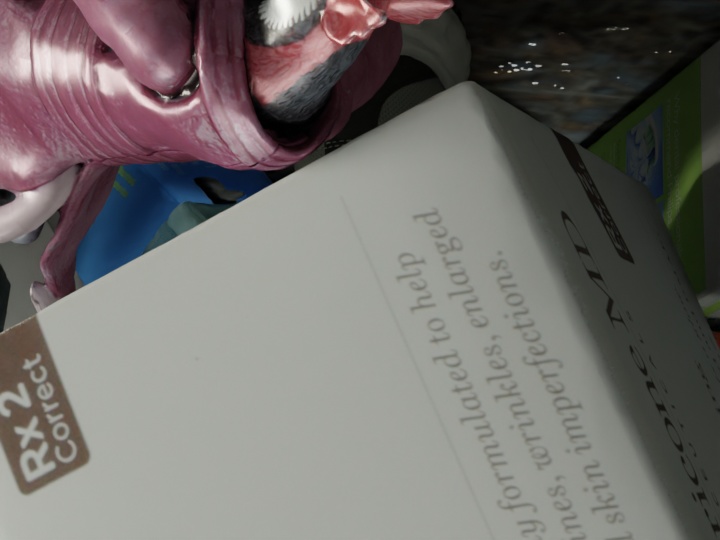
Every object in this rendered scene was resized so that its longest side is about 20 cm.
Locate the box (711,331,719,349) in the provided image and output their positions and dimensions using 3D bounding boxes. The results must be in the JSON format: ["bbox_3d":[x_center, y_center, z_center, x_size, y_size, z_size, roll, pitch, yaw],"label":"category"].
[{"bbox_3d":[0.130,0.094,0.809,0.095,0.103,0.200,5,165,-8],"label":"box"}]

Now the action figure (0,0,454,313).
[{"bbox_3d":[-0.063,-0.052,0.571,0.134,0.149,0.200,24,168,-40],"label":"action figure"}]

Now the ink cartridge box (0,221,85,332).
[{"bbox_3d":[-0.185,-0.003,0.730,0.146,0.084,0.200,-4,143,16],"label":"ink cartridge box"}]

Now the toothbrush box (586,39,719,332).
[{"bbox_3d":[0.160,-0.010,0.783,0.145,0.086,0.200,6,162,-16],"label":"toothbrush box"}]

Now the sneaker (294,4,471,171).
[{"bbox_3d":[0.015,-0.025,0.757,0.074,0.079,0.200,-5,164,15],"label":"sneaker"}]

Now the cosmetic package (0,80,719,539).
[{"bbox_3d":[0.021,0.071,0.622,0.165,0.165,0.200,-28,167,14],"label":"cosmetic package"}]

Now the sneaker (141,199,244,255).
[{"bbox_3d":[0.000,0.000,0.864,0.200,0.074,0.082,-10,134,-46],"label":"sneaker"}]

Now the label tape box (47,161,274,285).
[{"bbox_3d":[-0.129,0.000,0.884,0.200,0.063,0.144,-2,164,13],"label":"label tape box"}]
